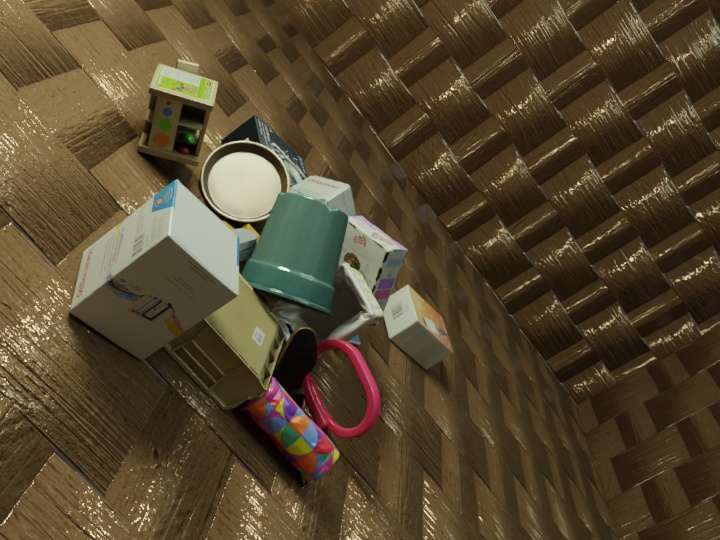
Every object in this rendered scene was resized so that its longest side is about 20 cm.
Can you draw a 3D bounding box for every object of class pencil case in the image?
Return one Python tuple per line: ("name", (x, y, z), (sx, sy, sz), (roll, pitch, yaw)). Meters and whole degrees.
("pencil case", (-0.123, 0.279, 1.266), (0.201, 0.088, 0.089), (54, 18, -17))

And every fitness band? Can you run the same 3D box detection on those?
("fitness band", (-0.041, 0.235, 1.447), (0.201, 0.143, 0.037), (63, 18, 18))

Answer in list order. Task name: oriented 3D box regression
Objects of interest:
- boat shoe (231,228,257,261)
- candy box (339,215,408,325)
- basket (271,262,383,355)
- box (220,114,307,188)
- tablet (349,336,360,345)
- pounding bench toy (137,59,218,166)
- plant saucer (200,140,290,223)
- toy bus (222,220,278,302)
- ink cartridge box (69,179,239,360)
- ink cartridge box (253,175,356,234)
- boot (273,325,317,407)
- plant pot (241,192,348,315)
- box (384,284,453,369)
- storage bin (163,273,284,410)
("boat shoe", (-0.280, -0.026, 1.389), (0.071, 0.070, 0.199), (28, 29, 27))
("candy box", (0.000, 0.000, 1.661), (0.071, 0.201, 0.168), (-4, 34, -44))
("basket", (-0.065, 0.092, 1.553), (0.136, 0.199, 0.123), (60, 12, 12))
("box", (-0.231, -0.240, 1.805), (0.196, 0.124, 0.201), (41, 23, -44))
("tablet", (-0.072, 0.114, 1.782), (0.200, 0.014, 0.131), (25, 36, -57))
("pounding bench toy", (-0.375, -0.329, 1.507), (0.123, 0.157, 0.201), (14, 34, -15))
("plant saucer", (-0.256, -0.194, 1.616), (0.201, 0.199, 0.029), (60, -20, 12))
("toy bus", (-0.225, -0.024, 1.517), (0.200, 0.078, 0.065), (49, 19, -22))
("ink cartridge box", (-0.301, 0.003, 1.083), (0.145, 0.199, 0.148), (45, 21, -35))
("ink cartridge box", (-0.129, -0.131, 1.676), (0.146, 0.200, 0.084), (21, -44, 43))
("boot", (-0.130, 0.161, 1.329), (0.074, 0.201, 0.097), (3, 34, -22))
("plant pot", (-0.121, -0.037, 1.419), (0.199, 0.198, 0.200), (17, -6, 2))
("box", (0.167, 0.169, 2.155), (0.200, 0.106, 0.153), (42, 23, -37))
("storage bin", (-0.235, 0.104, 1.255), (0.199, 0.093, 0.200), (52, 18, -17))
